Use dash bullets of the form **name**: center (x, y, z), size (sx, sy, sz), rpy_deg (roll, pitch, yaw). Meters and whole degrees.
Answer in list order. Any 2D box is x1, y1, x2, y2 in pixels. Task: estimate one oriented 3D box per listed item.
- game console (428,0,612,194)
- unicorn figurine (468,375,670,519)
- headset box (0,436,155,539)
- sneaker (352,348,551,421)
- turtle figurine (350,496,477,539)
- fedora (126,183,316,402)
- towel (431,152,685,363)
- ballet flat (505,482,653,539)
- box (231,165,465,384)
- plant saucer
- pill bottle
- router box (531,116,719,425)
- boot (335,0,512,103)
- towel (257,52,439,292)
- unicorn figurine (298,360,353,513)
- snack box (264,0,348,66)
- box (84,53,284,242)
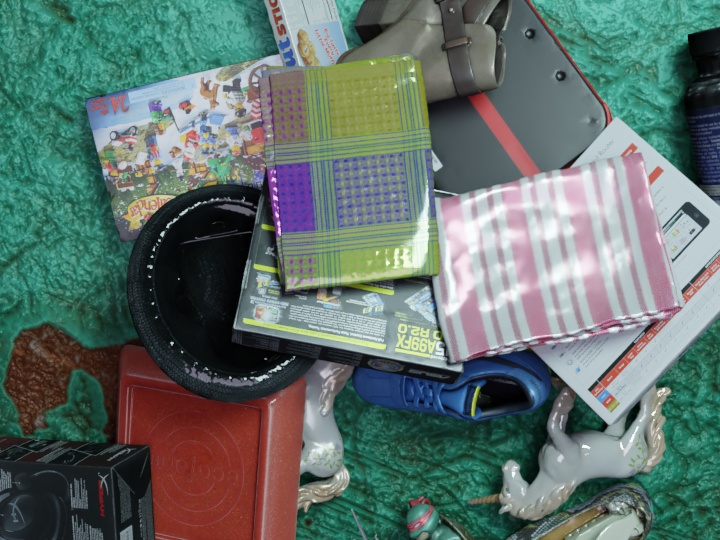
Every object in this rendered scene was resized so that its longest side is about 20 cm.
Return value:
- **game console**: center (0.118, -0.157, 1.044), size (0.176, 0.031, 0.201), rpy_deg (-36, 80, 8)
- **unicorn figurine**: center (0.209, 0.170, 1.080), size (0.197, 0.074, 0.139), rpy_deg (0, 99, -4)
- **headset box**: center (-0.298, 0.241, 1.054), size (0.198, 0.077, 0.151), rpy_deg (0, 97, 19)
- **sneaker**: center (0.079, 0.106, 1.049), size (0.198, 0.078, 0.067), rpy_deg (-2, 107, 21)
- **turtle figurine**: center (0.082, 0.295, 1.072), size (0.100, 0.150, 0.201), rpy_deg (-40, 100, -13)
- **fedora**: center (-0.119, 0.028, 1.017), size (0.198, 0.092, 0.203), rpy_deg (3, 70, -7)
- **towel**: center (0.155, -0.013, 0.930), size (0.198, 0.030, 0.148), rpy_deg (-12, 72, 3)
- **ballet flat**: center (0.202, 0.276, 1.103), size (0.199, 0.072, 0.072), rpy_deg (-31, 97, 2)
- **box**: center (0.000, 0.000, 0.968), size (0.198, 0.044, 0.162), rpy_deg (10, 70, -3)
- **plant saucer**: center (-0.154, 0.185, 1.059), size (0.197, 0.037, 0.203), rpy_deg (8, 99, 18)
- **pill bottle**: center (0.363, -0.129, 1.037), size (0.111, 0.112, 0.202), rpy_deg (-13, 98, 0)
- **router box**: center (0.224, 0.001, 0.980), size (0.180, 0.049, 0.200), rpy_deg (46, 100, 17)
- **boot**: center (0.054, -0.173, 0.997), size (0.145, 0.070, 0.202), rpy_deg (7, 78, 25)
- **towel**: center (-0.008, -0.086, 0.945), size (0.142, 0.023, 0.202), rpy_deg (-6, 78, -1)
- **unicorn figurine**: center (-0.056, 0.134, 1.082), size (0.136, 0.074, 0.202), rpy_deg (-12, 113, -1)
- **snack box**: center (-0.039, -0.191, 1.037), size (0.024, 0.072, 0.202), rpy_deg (-9, 100, 43)
- **box**: center (-0.145, -0.117, 1.056), size (0.198, 0.038, 0.138), rpy_deg (-14, 97, 0)
